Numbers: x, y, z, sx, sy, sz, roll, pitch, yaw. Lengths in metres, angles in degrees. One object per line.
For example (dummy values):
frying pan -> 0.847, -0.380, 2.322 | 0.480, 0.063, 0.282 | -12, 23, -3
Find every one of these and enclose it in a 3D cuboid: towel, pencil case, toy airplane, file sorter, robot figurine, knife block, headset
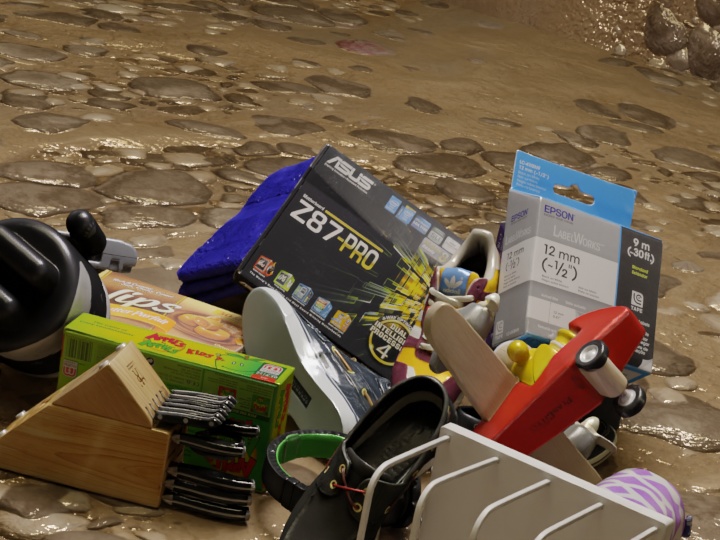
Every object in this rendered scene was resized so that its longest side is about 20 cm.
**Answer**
towel -> -0.104, -0.048, 2.010 | 0.147, 0.050, 0.200 | -21, 23, 47
pencil case -> 0.194, 0.225, 1.521 | 0.083, 0.086, 0.199 | 24, 22, 25
toy airplane -> 0.139, 0.116, 1.642 | 0.197, 0.202, 0.141 | 0, 26, -14
file sorter -> 0.102, 0.223, 1.386 | 0.199, 0.140, 0.124 | 21, 20, 31
robot figurine -> -0.298, 0.025, 1.700 | 0.149, 0.126, 0.200 | -13, -17, 4
knife block -> -0.186, 0.160, 1.577 | 0.199, 0.176, 0.064 | -33, 6, 18
headset -> 0.011, 0.176, 1.553 | 0.199, 0.095, 0.123 | 29, 26, 31

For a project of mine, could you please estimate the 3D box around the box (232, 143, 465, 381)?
box -> 0.000, 0.000, 1.836 | 0.199, 0.162, 0.049 | 36, -18, -1

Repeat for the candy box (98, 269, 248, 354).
candy box -> -0.197, 0.064, 1.833 | 0.198, 0.056, 0.115 | 17, 21, 20

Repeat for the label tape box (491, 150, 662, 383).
label tape box -> 0.207, -0.009, 1.766 | 0.142, 0.202, 0.066 | 17, -20, -23

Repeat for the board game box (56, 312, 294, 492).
board game box -> -0.163, 0.113, 1.635 | 0.198, 0.103, 0.048 | 14, 19, 11

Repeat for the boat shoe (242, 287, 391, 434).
boat shoe -> -0.034, 0.097, 1.758 | 0.090, 0.071, 0.201 | 2, 43, -42

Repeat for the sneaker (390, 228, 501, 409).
sneaker -> 0.077, 0.047, 1.733 | 0.074, 0.091, 0.201 | 11, 44, 15

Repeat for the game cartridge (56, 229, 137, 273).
game cartridge -> -0.345, -0.028, 1.988 | 0.198, 0.042, 0.133 | 9, 2, -20

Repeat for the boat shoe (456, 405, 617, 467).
boat shoe -> 0.161, 0.151, 1.757 | 0.198, 0.063, 0.074 | 0, 19, -31

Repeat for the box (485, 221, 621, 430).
box -> 0.201, 0.054, 1.923 | 0.103, 0.150, 0.200 | 5, 19, -13

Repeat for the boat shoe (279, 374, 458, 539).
boat shoe -> 0.000, 0.165, 1.473 | 0.073, 0.063, 0.202 | 34, 72, 25
